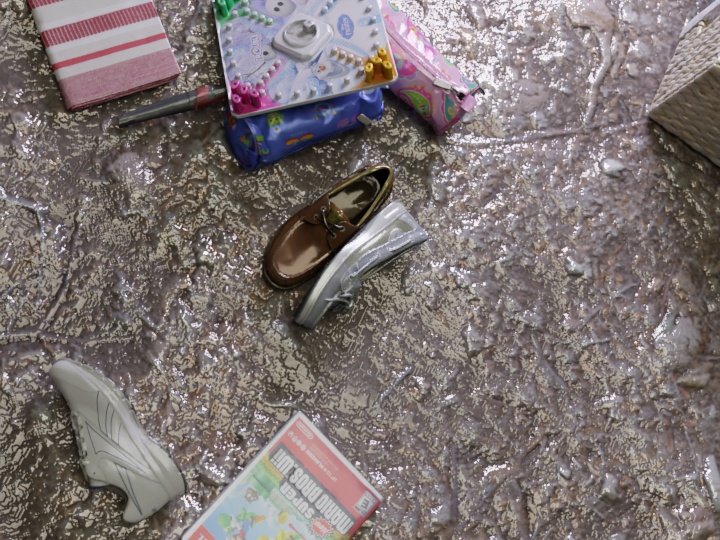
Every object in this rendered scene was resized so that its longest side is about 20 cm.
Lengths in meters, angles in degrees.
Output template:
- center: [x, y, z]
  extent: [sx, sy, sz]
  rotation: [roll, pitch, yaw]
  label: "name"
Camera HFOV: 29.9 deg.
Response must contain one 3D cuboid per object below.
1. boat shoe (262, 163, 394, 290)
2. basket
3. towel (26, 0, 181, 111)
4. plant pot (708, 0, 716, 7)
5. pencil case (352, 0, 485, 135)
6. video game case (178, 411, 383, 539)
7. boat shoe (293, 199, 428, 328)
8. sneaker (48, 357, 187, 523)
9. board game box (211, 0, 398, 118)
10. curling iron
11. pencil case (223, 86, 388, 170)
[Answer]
- center: [-0.039, -0.060, 1.590]
  extent: [0.072, 0.068, 0.200]
  rotation: [44, 67, -2]
  label: "boat shoe"
- center: [0.513, -0.245, 1.759]
  extent: [0.199, 0.198, 0.162]
  rotation: [34, 69, -7]
  label: "basket"
- center: [-0.312, -0.297, 1.593]
  extent: [0.142, 0.023, 0.202]
  rotation: [-19, 80, -20]
  label: "towel"
- center: [0.565, -0.404, 1.831]
  extent: [0.198, 0.200, 0.190]
  rotation: [29, 75, -8]
  label: "plant pot"
- center: [0.058, -0.259, 1.671]
  extent: [0.200, 0.087, 0.088]
  rotation: [43, 67, -2]
  label: "pencil case"
- center: [-0.086, 0.278, 1.507]
  extent: [0.143, 0.017, 0.200]
  rotation: [45, 67, -2]
  label: "video game case"
- center: [0.000, 0.000, 1.586]
  extent: [0.065, 0.075, 0.202]
  rotation: [43, 60, 2]
  label: "boat shoe"
- center: [-0.272, 0.181, 1.445]
  extent: [0.087, 0.075, 0.201]
  rotation: [-38, 89, -19]
  label: "sneaker"
- center: [-0.070, -0.281, 1.594]
  extent: [0.197, 0.026, 0.202]
  rotation: [-12, 56, -1]
  label: "board game box"
- center: [-0.191, -0.199, 1.596]
  extent: [0.198, 0.050, 0.026]
  rotation: [-19, 80, -17]
  label: "curling iron"
- center: [-0.062, -0.184, 1.611]
  extent: [0.198, 0.078, 0.087]
  rotation: [-22, 59, -21]
  label: "pencil case"
